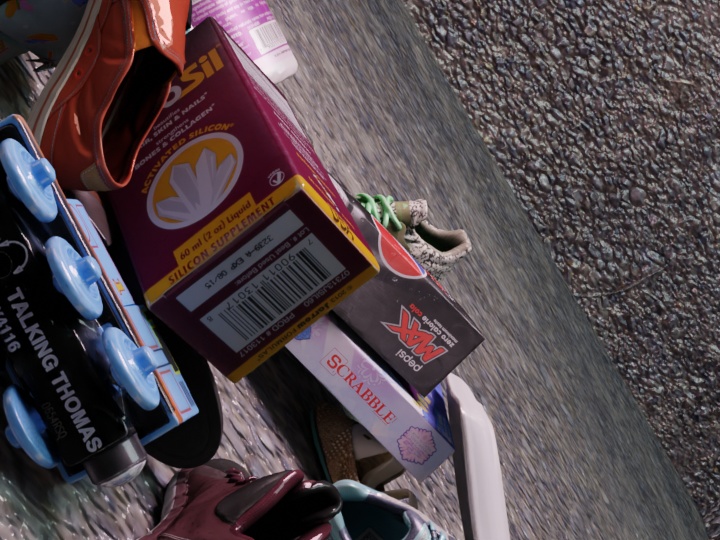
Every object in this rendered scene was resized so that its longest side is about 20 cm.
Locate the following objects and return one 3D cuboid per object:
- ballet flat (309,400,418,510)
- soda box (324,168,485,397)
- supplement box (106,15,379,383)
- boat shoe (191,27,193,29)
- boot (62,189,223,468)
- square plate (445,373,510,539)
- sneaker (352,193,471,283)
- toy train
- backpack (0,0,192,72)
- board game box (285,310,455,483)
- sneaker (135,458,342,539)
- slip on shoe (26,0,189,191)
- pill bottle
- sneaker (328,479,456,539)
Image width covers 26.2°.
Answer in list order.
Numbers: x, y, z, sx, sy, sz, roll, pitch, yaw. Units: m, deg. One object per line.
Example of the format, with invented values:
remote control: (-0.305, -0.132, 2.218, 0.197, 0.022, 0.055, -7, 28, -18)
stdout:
ballet flat: (0.011, 0.173, 1.185, 0.071, 0.065, 0.201, 48, 19, -47)
soda box: (0.000, 0.000, 1.148, 0.200, 0.071, 0.063, 44, 5, -22)
supplement box: (-0.082, -0.047, 0.914, 0.086, 0.110, 0.200, 47, 9, -41)
boat shoe: (-0.189, -0.199, 1.155, 0.200, 0.071, 0.069, 52, 14, -5)
boot: (-0.133, 0.020, 0.973, 0.189, 0.068, 0.200, 51, 9, -3)
square plate: (0.093, 0.184, 1.183, 0.198, 0.028, 0.201, -88, 170, -85)
sneaker: (0.009, -0.039, 1.219, 0.200, 0.089, 0.077, 24, 39, -40)
toy train: (-0.161, 0.017, 0.795, 0.201, 0.086, 0.114, 61, 4, 2)
backpack: (-0.194, -0.207, 0.945, 0.200, 0.153, 0.177, 18, 53, -61)
board game box: (-0.011, 0.057, 1.232, 0.200, 0.041, 0.200, 46, 7, -9)
sneaker: (-0.056, 0.141, 0.868, 0.076, 0.115, 0.200, 61, 13, -8)
slip on shoe: (-0.121, -0.133, 0.869, 0.061, 0.201, 0.074, 20, -10, 22)
pill bottle: (-0.144, -0.228, 1.286, 0.201, 0.112, 0.112, 61, 13, -6)
sneaker: (0.045, 0.211, 1.046, 0.199, 0.078, 0.087, 28, -29, 28)
